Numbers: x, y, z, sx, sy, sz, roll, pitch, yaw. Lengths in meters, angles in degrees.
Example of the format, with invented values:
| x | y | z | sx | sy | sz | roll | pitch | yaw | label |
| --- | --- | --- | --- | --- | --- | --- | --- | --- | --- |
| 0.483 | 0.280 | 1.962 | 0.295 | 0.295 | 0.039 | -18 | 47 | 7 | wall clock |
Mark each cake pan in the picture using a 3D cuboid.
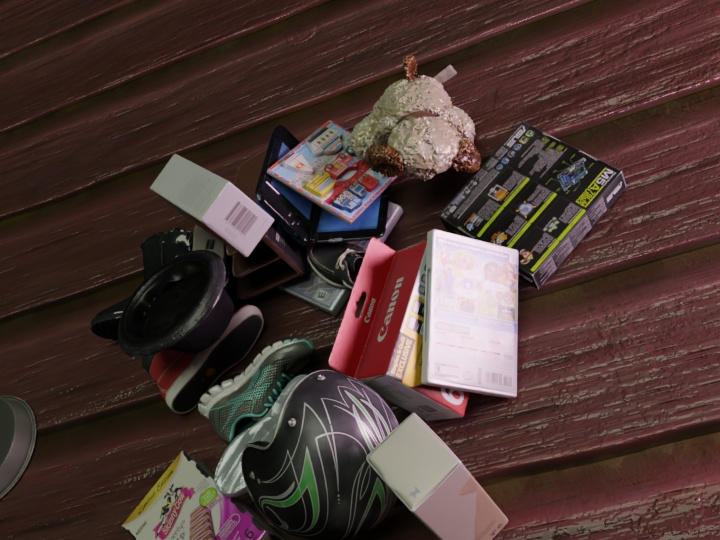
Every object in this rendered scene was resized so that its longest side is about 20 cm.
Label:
| x | y | z | sx | sy | sz | roll | pitch | yaw | label |
| --- | --- | --- | --- | --- | --- | --- | --- | --- | --- |
| -0.627 | 0.294 | 1.563 | 0.199 | 0.037 | 0.202 | -13 | 55 | 19 | cake pan |

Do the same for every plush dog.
| x | y | z | sx | sy | sz | roll | pitch | yaw | label |
| --- | --- | --- | --- | --- | --- | --- | --- | --- | --- |
| 0.089 | -0.206 | 1.400 | 0.198 | 0.161 | 0.173 | -7 | 49 | -7 | plush dog |

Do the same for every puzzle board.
| x | y | z | sx | sy | sz | roll | pitch | yaw | label |
| --- | --- | --- | --- | --- | --- | --- | --- | --- | --- |
| -0.031 | -0.158 | 1.451 | 0.150 | 0.017 | 0.200 | 32 | 40 | 9 | puzzle board |

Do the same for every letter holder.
| x | y | z | sx | sy | sz | roll | pitch | yaw | label |
| --- | --- | --- | --- | --- | --- | --- | --- | --- | --- |
| -0.165 | -0.072 | 1.492 | 0.141 | 0.101 | 0.201 | -24 | 44 | 26 | letter holder |

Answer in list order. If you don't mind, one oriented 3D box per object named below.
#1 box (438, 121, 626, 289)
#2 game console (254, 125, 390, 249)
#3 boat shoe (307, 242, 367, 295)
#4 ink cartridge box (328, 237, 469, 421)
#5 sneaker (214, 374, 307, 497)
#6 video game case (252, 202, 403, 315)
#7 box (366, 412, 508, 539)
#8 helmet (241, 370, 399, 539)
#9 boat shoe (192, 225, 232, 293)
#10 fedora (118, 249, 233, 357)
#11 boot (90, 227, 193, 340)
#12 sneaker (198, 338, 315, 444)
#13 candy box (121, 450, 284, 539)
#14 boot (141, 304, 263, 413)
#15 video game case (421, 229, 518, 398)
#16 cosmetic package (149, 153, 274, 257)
| x | y | z | sx | sy | sz | roll | pitch | yaw | label |
| --- | --- | --- | --- | --- | --- | --- | --- | --- | --- |
| 0.244 | -0.099 | 1.362 | 0.193 | 0.048 | 0.200 | 36 | 80 | 36 | box |
| -0.052 | -0.138 | 1.447 | 0.118 | 0.171 | 0.201 | -31 | 31 | 28 | game console |
| 0.000 | 0.000 | 1.392 | 0.199 | 0.060 | 0.074 | 32 | 77 | 26 | boat shoe |
| 0.073 | 0.070 | 1.250 | 0.084 | 0.175 | 0.201 | -21 | 46 | 55 | ink cartridge box |
| -0.117 | 0.238 | 1.310 | 0.073 | 0.071 | 0.200 | 34 | 70 | 29 | sneaker |
| -0.055 | -0.044 | 1.494 | 0.181 | 0.023 | 0.201 | 23 | 73 | 36 | video game case |
| 0.094 | 0.259 | 1.112 | 0.078 | 0.200 | 0.095 | -42 | 52 | -5 | box |
| -0.036 | 0.232 | 1.182 | 0.190 | 0.199 | 0.201 | -38 | 43 | 42 | helmet |
| -0.239 | -0.012 | 1.538 | 0.074 | 0.094 | 0.200 | 3 | 27 | 2 | boat shoe |
| -0.259 | 0.066 | 1.396 | 0.199 | 0.092 | 0.202 | -25 | 41 | 24 | fedora |
| -0.349 | 0.020 | 1.572 | 0.197 | 0.073 | 0.164 | -13 | 57 | 10 | boot |
| -0.137 | 0.179 | 1.372 | 0.200 | 0.078 | 0.092 | -38 | 59 | 10 | sneaker |
| -0.217 | 0.361 | 1.296 | 0.199 | 0.061 | 0.137 | 31 | 77 | 38 | candy box |
| -0.252 | 0.104 | 1.473 | 0.200 | 0.072 | 0.144 | -45 | 50 | -1 | boot |
| 0.146 | 0.057 | 1.236 | 0.018 | 0.142 | 0.202 | -23 | 59 | 58 | video game case |
| -0.225 | -0.100 | 1.411 | 0.071 | 0.101 | 0.200 | -54 | 37 | -5 | cosmetic package |
